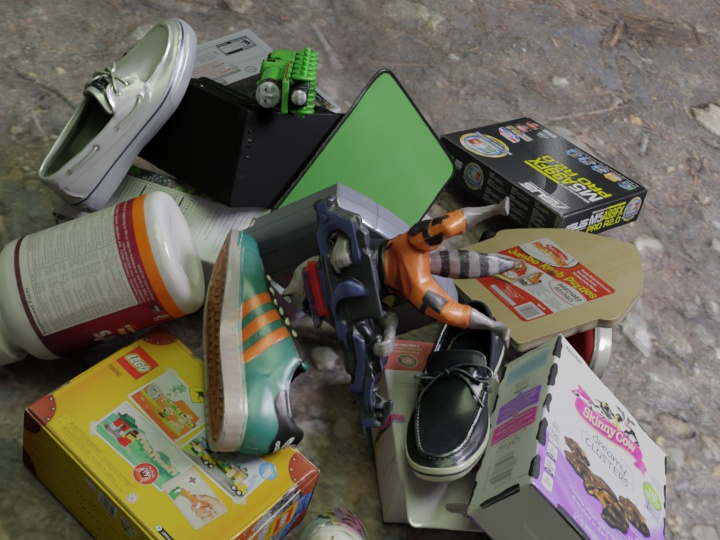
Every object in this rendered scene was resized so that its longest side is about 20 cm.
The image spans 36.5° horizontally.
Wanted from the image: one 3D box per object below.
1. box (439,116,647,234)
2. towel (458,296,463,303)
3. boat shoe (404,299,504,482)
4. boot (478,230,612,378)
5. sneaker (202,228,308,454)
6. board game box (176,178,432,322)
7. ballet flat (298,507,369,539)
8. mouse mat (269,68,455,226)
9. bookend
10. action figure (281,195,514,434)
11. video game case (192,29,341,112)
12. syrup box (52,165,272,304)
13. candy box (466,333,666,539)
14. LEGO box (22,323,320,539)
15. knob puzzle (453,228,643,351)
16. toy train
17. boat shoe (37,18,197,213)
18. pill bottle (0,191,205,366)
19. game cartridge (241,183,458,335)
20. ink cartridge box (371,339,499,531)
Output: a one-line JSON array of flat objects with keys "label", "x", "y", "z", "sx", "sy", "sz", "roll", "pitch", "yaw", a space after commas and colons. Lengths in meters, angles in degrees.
[{"label": "box", "x": 0.210, "y": -0.108, "z": 1.278, "sx": 0.159, "sy": 0.045, "sz": 0.200, "roll": -15, "pitch": 41, "yaw": -38}, {"label": "towel", "x": 0.036, "y": -0.025, "z": 1.193, "sx": 0.085, "sy": 0.018, "sz": 0.201, "roll": -12, "pitch": 52, "yaw": -27}, {"label": "boat shoe", "x": 0.081, "y": 0.100, "z": 0.943, "sx": 0.074, "sy": 0.063, "sz": 0.201, "roll": 2, "pitch": 37, "yaw": 21}, {"label": "boot", "x": 0.182, "y": 0.033, "z": 1.152, "sx": 0.142, "sy": 0.073, "sz": 0.201, "roll": 8, "pitch": 37, "yaw": -11}, {"label": "sneaker", "x": -0.087, "y": 0.060, "z": 0.916, "sx": 0.079, "sy": 0.071, "sz": 0.202, "roll": 9, "pitch": 58, "yaw": -22}, {"label": "board game box", "x": -0.060, "y": -0.062, "z": 1.162, "sx": 0.199, "sy": 0.044, "sz": 0.199, "roll": -29, "pitch": 60, "yaw": -29}, {"label": "ballet flat", "x": -0.037, "y": 0.254, "z": 0.855, "sx": 0.069, "sy": 0.072, "sz": 0.200, "roll": 27, "pitch": 44, "yaw": 9}, {"label": "mouse mat", "x": 0.007, "y": -0.077, "z": 1.079, "sx": 0.007, "sy": 0.161, "sz": 0.201, "roll": 20, "pitch": 68, "yaw": 46}, {"label": "bookend", "x": -0.109, "y": -0.141, "z": 1.096, "sx": 0.199, "sy": 0.093, "sz": 0.198, "roll": -5, "pitch": 26, "yaw": -46}, {"label": "action figure", "x": 0.031, "y": 0.027, "z": 0.915, "sx": 0.191, "sy": 0.203, "sz": 0.105, "roll": 0, "pitch": 17, "yaw": 13}, {"label": "video game case", "x": -0.152, "y": -0.208, "z": 1.304, "sx": 0.182, "sy": 0.023, "sz": 0.199, "roll": 42, "pitch": 47, "yaw": 22}, {"label": "syrup box", "x": -0.185, "y": -0.034, "z": 1.050, "sx": 0.198, "sy": 0.079, "sz": 0.082, "roll": 17, "pitch": 57, "yaw": 10}, {"label": "candy box", "x": 0.185, "y": 0.182, "z": 0.936, "sx": 0.168, "sy": 0.071, "sz": 0.201, "roll": 46, "pitch": 33, "yaw": -14}, {"label": "LEGO box", "x": -0.158, "y": 0.160, "z": 0.900, "sx": 0.200, "sy": 0.078, "sz": 0.148, "roll": 39, "pitch": 47, "yaw": 20}, {"label": "knob puzzle", "x": 0.196, "y": 0.013, "z": 1.100, "sx": 0.217, "sy": 0.031, "sz": 0.220, "roll": -3, "pitch": 31, "yaw": 2}, {"label": "toy train", "x": -0.069, "y": -0.181, "z": 1.030, "sx": 0.056, "sy": 0.042, "sz": 0.200, "roll": 4, "pitch": 18, "yaw": -2}, {"label": "boat shoe", "x": -0.219, "y": -0.149, "z": 0.990, "sx": 0.073, "sy": 0.067, "sz": 0.202, "roll": 21, "pitch": 81, "yaw": 38}, {"label": "pill bottle", "x": -0.244, "y": 0.012, "z": 0.944, "sx": 0.198, "sy": 0.110, "sz": 0.110, "roll": -19, "pitch": 48, "yaw": 5}, {"label": "game cartridge", "x": 0.000, "y": 0.000, "z": 1.006, "sx": 0.200, "sy": 0.132, "sz": 0.041, "roll": 40, "pitch": 37, "yaw": -40}, {"label": "ink cartridge box", "x": 0.074, "y": 0.162, "z": 0.988, "sx": 0.115, "sy": 0.068, "sz": 0.201, "roll": 6, "pitch": 44, "yaw": -13}]
